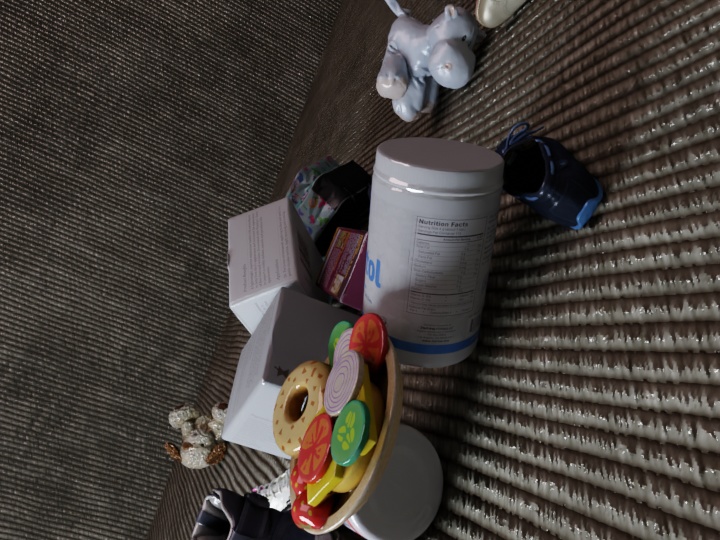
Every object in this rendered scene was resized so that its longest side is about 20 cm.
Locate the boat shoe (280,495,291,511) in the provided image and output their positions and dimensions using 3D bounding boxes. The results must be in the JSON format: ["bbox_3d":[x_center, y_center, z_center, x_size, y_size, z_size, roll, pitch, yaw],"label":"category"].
[{"bbox_3d":[-0.088,0.354,0.867,0.203,0.059,0.075,-60,18,26],"label":"boat shoe"}]

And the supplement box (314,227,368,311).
[{"bbox_3d":[0.000,0.000,0.982,0.113,0.084,0.200,-67,16,0],"label":"supplement box"}]

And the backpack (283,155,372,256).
[{"bbox_3d":[-0.078,-0.123,1.251,0.177,0.149,0.202,-39,-18,-52],"label":"backpack"}]

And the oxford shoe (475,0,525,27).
[{"bbox_3d":[0.223,-0.406,0.816,0.201,0.069,0.075,-52,26,44],"label":"oxford shoe"}]

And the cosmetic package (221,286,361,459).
[{"bbox_3d":[-0.097,0.170,0.942,0.201,0.163,0.170,-51,24,44],"label":"cosmetic package"}]

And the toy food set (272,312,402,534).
[{"bbox_3d":[-0.025,0.139,0.578,0.199,0.048,0.202,-53,25,28],"label":"toy food set"}]

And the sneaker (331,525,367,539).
[{"bbox_3d":[-0.009,0.341,0.639,0.200,0.073,0.109,135,150,-73],"label":"sneaker"}]

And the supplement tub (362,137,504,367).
[{"bbox_3d":[0.069,-0.019,0.617,0.133,0.128,0.206,-109,21,-65],"label":"supplement tub"}]

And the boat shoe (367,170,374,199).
[{"bbox_3d":[0.055,-0.143,1.031,0.201,0.073,0.095,-90,21,-68],"label":"boat shoe"}]

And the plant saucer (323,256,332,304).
[{"bbox_3d":[-0.098,0.073,1.284,0.202,0.035,0.203,-56,21,35],"label":"plant saucer"}]

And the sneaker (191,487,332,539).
[{"bbox_3d":[-0.112,0.289,0.687,0.202,0.142,0.079,128,159,-74],"label":"sneaker"}]

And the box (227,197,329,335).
[{"bbox_3d":[-0.143,0.020,1.104,0.127,0.202,0.203,-18,50,7],"label":"box"}]

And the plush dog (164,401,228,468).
[{"bbox_3d":[-0.445,0.478,1.696,0.173,0.194,0.165,-79,-15,-61],"label":"plush dog"}]

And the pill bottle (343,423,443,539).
[{"bbox_3d":[-0.001,0.222,0.671,0.199,0.109,0.114,-24,46,66],"label":"pill bottle"}]

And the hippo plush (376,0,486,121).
[{"bbox_3d":[0.129,-0.353,0.991,0.158,0.157,0.206,-2,80,39],"label":"hippo plush"}]

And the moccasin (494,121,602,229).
[{"bbox_3d":[0.172,-0.109,0.610,0.082,0.067,0.201,-63,17,13],"label":"moccasin"}]

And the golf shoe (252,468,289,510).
[{"bbox_3d":[-0.129,0.358,0.942,0.203,0.090,0.076,-60,17,20],"label":"golf shoe"}]
